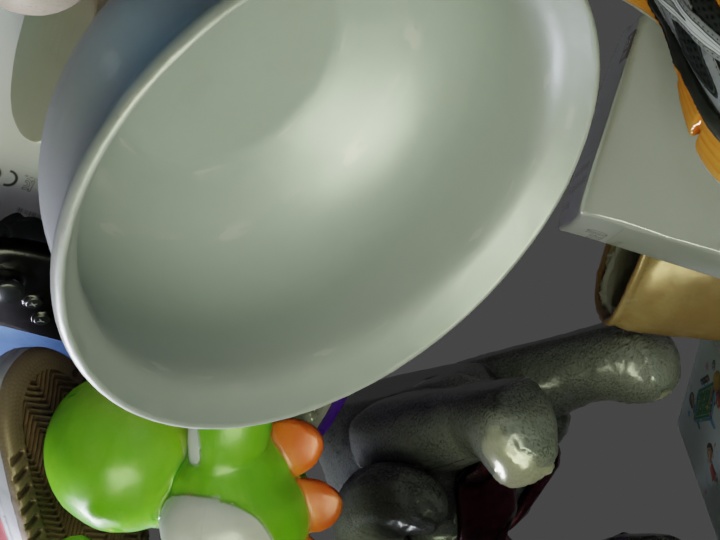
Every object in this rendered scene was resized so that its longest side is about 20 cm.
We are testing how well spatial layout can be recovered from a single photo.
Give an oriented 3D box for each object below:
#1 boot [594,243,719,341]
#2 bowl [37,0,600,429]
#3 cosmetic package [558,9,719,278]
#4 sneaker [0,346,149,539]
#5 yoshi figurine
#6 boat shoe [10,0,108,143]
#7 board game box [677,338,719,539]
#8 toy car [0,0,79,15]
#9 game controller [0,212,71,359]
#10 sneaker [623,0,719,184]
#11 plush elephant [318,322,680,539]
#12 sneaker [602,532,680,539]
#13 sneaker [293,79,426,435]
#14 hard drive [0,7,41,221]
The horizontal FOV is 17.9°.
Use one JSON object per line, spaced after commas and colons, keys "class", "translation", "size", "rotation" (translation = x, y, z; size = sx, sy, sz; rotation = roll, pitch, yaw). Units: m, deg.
{"class": "boot", "translation": [0.216, -0.033, 0.923], "size": [0.200, 0.066, 0.175], "rotation": [13, 111, -10]}
{"class": "bowl", "translation": [-0.028, -0.051, 0.749], "size": [0.201, 0.090, 0.201], "rotation": [-24, 141, -21]}
{"class": "cosmetic package", "translation": [0.180, -0.025, 0.838], "size": [0.200, 0.113, 0.081], "rotation": [16, 88, 4]}
{"class": "sneaker", "translation": [-0.140, 0.110, 0.929], "size": [0.112, 0.071, 0.200], "rotation": [8, 131, 33]}
{"class": "yoshi figurine", "translation": [-0.077, 0.117, 0.861], "size": [0.112, 0.112, 0.200], "rotation": [-1, 112, -23]}
{"class": "boat shoe", "translation": [-0.059, -0.127, 0.774], "size": [0.063, 0.071, 0.200], "rotation": [6, 119, -34]}
{"class": "board game box", "translation": [0.229, 0.107, 0.947], "size": [0.147, 0.200, 0.064], "rotation": [1, 128, -10]}
{"class": "toy car", "translation": [-0.108, -0.201, 0.703], "size": [0.177, 0.184, 0.200], "rotation": [37, 84, -22]}
{"class": "game controller", "translation": [-0.155, 0.048, 0.919], "size": [0.104, 0.042, 0.200], "rotation": [23, 135, -26]}
{"class": "sneaker", "translation": [0.119, -0.116, 0.761], "size": [0.078, 0.200, 0.077], "rotation": [-19, 145, -12]}
{"class": "plush elephant", "translation": [0.037, 0.122, 0.949], "size": [0.200, 0.165, 0.155], "rotation": [-14, 94, 24]}
{"class": "sneaker", "translation": [0.078, 0.128, 0.857], "size": [0.200, 0.076, 0.088], "rotation": [29, 92, -41]}
{"class": "sneaker", "translation": [0.001, 0.000, 0.896], "size": [0.100, 0.070, 0.200], "rotation": [-13, 136, -53]}
{"class": "hard drive", "translation": [-0.094, -0.063, 0.876], "size": [0.132, 0.027, 0.200], "rotation": [19, 123, -21]}
